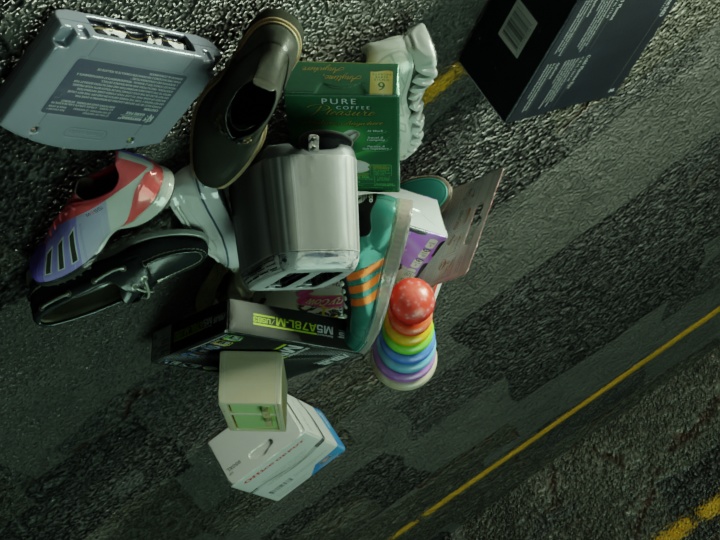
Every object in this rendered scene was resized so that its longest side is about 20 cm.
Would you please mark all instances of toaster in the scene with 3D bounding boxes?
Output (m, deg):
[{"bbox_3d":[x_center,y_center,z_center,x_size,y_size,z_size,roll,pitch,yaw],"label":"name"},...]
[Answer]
[{"bbox_3d":[-0.064,-0.053,1.470,0.113,0.131,0.200,-2,170,-23],"label":"toaster"}]

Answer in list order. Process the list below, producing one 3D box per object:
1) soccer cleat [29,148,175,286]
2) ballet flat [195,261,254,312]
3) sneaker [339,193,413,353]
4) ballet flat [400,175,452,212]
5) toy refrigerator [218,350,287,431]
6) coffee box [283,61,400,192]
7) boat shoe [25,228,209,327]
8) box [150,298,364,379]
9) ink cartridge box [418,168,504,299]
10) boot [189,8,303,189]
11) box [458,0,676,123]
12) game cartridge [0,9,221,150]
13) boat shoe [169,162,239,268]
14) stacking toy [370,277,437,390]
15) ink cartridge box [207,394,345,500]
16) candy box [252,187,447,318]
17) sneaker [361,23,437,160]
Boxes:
[{"bbox_3d":[-0.272,-0.054,1.406,0.199,0.069,0.073,-32,134,29],"label":"soccer cleat"},{"bbox_3d":[-0.149,0.016,1.699,0.070,0.071,0.201,-17,152,-35],"label":"ballet flat"},{"bbox_3d":[0.000,0.000,1.636,0.079,0.072,0.202,13,116,-5],"label":"sneaker"},{"bbox_3d":[0.031,-0.057,1.811,0.199,0.069,0.067,-27,162,9],"label":"ballet flat"},{"bbox_3d":[-0.130,0.154,1.751,0.075,0.071,0.200,1,164,-1],"label":"toy refrigerator"},{"bbox_3d":[-0.016,-0.150,1.516,0.122,0.044,0.200,1,154,4],"label":"coffee box"},{"bbox_3d":[-0.250,0.011,1.490,0.198,0.061,0.076,-17,152,4],"label":"boat shoe"},{"bbox_3d":[-0.126,0.088,1.728,0.192,0.048,0.199,14,159,-33],"label":"box"},{"bbox_3d":[0.108,-0.028,1.776,0.050,0.162,0.199,35,150,-24],"label":"ink cartridge box"},{"bbox_3d":[-0.123,-0.135,1.343,0.077,0.139,0.201,20,125,-8],"label":"boot"},{"bbox_3d":[0.238,-0.282,1.591,0.181,0.105,0.201,-16,151,-34],"label":"box"},{"bbox_3d":[-0.231,-0.165,1.280,0.199,0.041,0.133,1,135,-54],"label":"game cartridge"},{"bbox_3d":[-0.173,-0.057,1.539,0.065,0.074,0.200,-17,151,-2],"label":"boat shoe"},{"bbox_3d":[0.058,0.072,1.717,0.085,0.086,0.200,-28,159,-14],"label":"stacking toy"},{"bbox_3d":[-0.128,0.273,2.203,0.144,0.085,0.200,-37,158,5],"label":"ink cartridge box"},{"bbox_3d":[-0.018,-0.016,1.722,0.166,0.072,0.200,15,130,-27],"label":"candy box"},{"bbox_3d":[0.030,-0.189,1.552,0.080,0.076,0.201,-13,150,-13],"label":"sneaker"}]
